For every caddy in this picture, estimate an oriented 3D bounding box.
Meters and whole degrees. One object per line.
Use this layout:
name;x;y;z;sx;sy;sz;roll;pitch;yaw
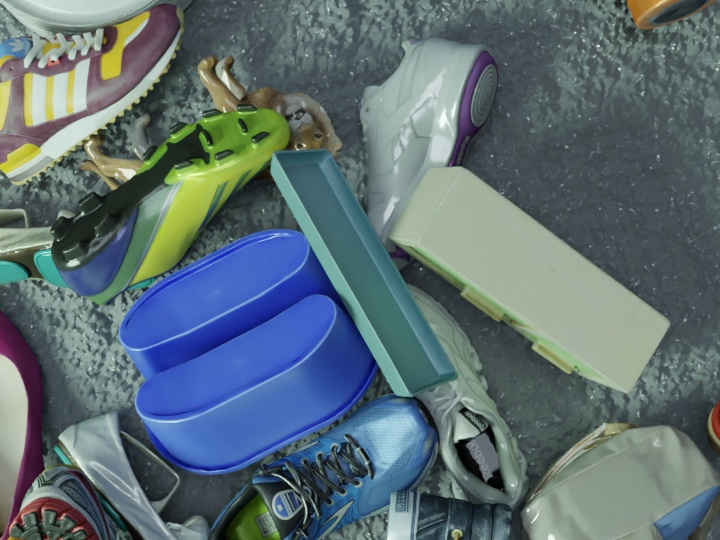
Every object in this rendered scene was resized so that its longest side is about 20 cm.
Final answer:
caddy;-0.082;0.063;0.803;0.199;0.105;0.142;-26;51;3

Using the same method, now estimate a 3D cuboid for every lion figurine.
lion figurine;-0.120;-0.091;0.856;0.199;0.072;0.123;-32;90;12

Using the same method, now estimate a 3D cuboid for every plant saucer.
plant saucer;0.000;0.000;0.775;0.019;0.070;0.201;-39;75;32

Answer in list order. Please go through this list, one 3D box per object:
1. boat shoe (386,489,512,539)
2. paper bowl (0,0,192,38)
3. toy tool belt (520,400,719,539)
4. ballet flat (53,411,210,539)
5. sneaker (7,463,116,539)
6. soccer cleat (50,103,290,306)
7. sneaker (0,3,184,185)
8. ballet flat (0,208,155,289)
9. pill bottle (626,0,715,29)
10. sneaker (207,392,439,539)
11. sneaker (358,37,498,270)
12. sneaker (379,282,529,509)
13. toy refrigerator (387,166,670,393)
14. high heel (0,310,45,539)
boat shoe;0.060;0.256;0.771;0.090;0.071;0.202;4;108;5
paper bowl;-0.220;-0.288;0.859;0.198;0.104;0.203;0;83;1
toy tool belt;0.213;0.173;0.794;0.199;0.123;0.125;-29;56;-10
ballet flat;-0.154;0.191;0.822;0.069;0.069;0.200;-38;82;-2
sneaker;-0.197;0.228;0.784;0.077;0.082;0.202;-5;119;-2
soccer cleat;-0.134;-0.049;0.796;0.199;0.084;0.065;-35;48;-5
sneaker;-0.226;-0.152;0.822;0.199;0.075;0.090;-36;119;13
ballet flat;-0.254;-0.022;0.849;0.198;0.068;0.063;0;62;1
pill bottle;0.216;-0.294;0.840;0.105;0.106;0.202;-19;83;0
sneaker;-0.028;0.161;0.780;0.199;0.089;0.079;-38;79;14
sneaker;0.035;-0.090;0.851;0.099;0.075;0.201;22;87;28
sneaker;0.066;0.094;0.813;0.075;0.081;0.201;-32;82;0
toy refrigerator;0.121;0.009;0.789;0.199;0.076;0.070;34;85;-16
high heel;-0.282;0.112;0.816;0.067;0.096;0.202;-14;83;1
